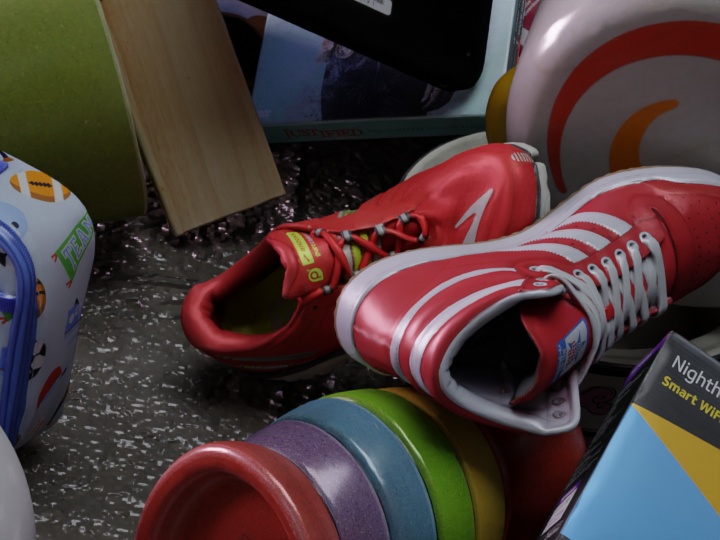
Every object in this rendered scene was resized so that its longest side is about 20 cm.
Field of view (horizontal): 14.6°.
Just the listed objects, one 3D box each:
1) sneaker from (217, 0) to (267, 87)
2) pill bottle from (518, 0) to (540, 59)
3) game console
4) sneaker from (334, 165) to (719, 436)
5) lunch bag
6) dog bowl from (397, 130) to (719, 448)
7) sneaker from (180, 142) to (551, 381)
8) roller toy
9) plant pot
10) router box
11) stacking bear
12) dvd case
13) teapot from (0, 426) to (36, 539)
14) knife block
[{"bbox_3d":[-0.133,-0.141,1.548,0.199,0.073,0.085,6,33,-10],"label":"sneaker"},{"bbox_3d":[0.091,-0.132,1.569,0.109,0.110,0.200,-22,48,-38],"label":"pill bottle"},{"bbox_3d":[-0.032,-0.195,1.451,0.200,0.176,0.116,20,-18,-40],"label":"game console"},{"bbox_3d":[0.100,0.013,1.223,0.200,0.071,0.112,-19,22,-18],"label":"sneaker"},{"bbox_3d":[-0.219,-0.006,1.267,0.200,0.161,0.076,25,37,17],"label":"lunch bag"},{"bbox_3d":[0.107,0.013,1.408,0.200,0.074,0.200,8,35,-6],"label":"dog bowl"},{"bbox_3d":[0.000,0.000,1.306,0.085,0.200,0.077,14,53,-52],"label":"sneaker"},{"bbox_3d":[0.167,-0.087,1.345,0.182,0.200,0.140,26,35,-3],"label":"roller toy"},{"bbox_3d":[-0.228,-0.087,1.386,0.199,0.187,0.187,-18,42,-9],"label":"plant pot"},{"bbox_3d":[0.171,0.142,1.174,0.200,0.051,0.149,34,60,-4],"label":"router box"},{"bbox_3d":[0.018,0.103,1.238,0.200,0.114,0.121,-17,45,-41],"label":"stacking bear"},{"bbox_3d":[0.022,-0.159,1.528,0.146,0.022,0.200,-1,58,19],"label":"dvd case"},{"bbox_3d":[-0.220,0.089,1.150,0.199,0.146,0.198,15,36,3],"label":"teapot"},{"bbox_3d":[-0.110,-0.142,1.427,0.064,0.176,0.200,-21,62,-4],"label":"knife block"}]
